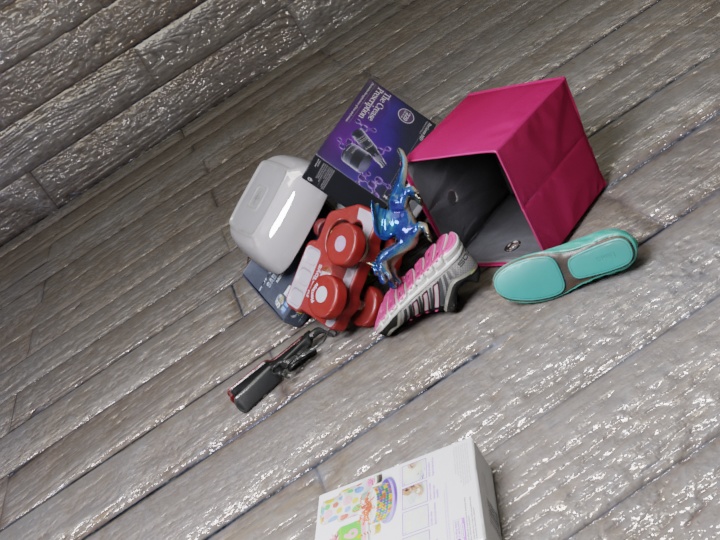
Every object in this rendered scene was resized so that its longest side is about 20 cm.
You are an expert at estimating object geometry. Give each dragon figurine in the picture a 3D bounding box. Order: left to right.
[{"bbox_3d":[0.045,-0.077,1.212,0.098,0.202,0.059,-14,-4,8],"label":"dragon figurine"}]

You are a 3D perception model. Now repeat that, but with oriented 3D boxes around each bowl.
[{"bbox_3d":[-0.148,-0.110,1.427,0.201,0.074,0.199,-60,31,-1],"label":"bowl"}]

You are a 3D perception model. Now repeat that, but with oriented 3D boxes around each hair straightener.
[{"bbox_3d":[-0.114,0.155,1.311,0.199,0.041,0.077,-34,26,-13],"label":"hair straightener"}]

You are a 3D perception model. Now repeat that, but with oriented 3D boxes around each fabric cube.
[{"bbox_3d":[0.220,-0.146,1.269,0.195,0.201,0.199,0,38,49],"label":"fabric cube"}]

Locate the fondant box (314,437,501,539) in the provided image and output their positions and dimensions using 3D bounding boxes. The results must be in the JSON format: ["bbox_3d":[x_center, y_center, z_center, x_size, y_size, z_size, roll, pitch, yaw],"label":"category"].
[{"bbox_3d":[0.047,0.278,0.886,0.198,0.059,0.145,-24,27,15],"label":"fondant box"}]

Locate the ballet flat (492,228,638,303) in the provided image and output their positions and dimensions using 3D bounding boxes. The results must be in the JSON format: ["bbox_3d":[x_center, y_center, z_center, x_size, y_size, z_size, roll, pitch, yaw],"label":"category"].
[{"bbox_3d":[0.279,-0.006,1.129,0.198,0.068,0.070,-19,4,25],"label":"ballet flat"}]

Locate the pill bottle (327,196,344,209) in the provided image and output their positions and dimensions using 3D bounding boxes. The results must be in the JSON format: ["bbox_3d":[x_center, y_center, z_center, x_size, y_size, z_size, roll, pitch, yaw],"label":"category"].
[{"bbox_3d":[0.003,-0.191,1.498,0.112,0.114,0.201,-19,25,25],"label":"pill bottle"}]

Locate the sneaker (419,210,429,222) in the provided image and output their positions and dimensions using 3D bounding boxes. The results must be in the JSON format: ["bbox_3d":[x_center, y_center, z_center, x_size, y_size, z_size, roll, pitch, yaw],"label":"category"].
[{"bbox_3d":[0.152,-0.118,1.439,0.067,0.090,0.201,-59,7,26],"label":"sneaker"}]

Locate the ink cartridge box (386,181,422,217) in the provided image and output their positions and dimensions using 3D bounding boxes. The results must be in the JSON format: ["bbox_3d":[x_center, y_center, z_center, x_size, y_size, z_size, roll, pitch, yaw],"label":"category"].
[{"bbox_3d":[0.083,-0.140,1.424,0.163,0.057,0.200,-55,7,-12],"label":"ink cartridge box"}]

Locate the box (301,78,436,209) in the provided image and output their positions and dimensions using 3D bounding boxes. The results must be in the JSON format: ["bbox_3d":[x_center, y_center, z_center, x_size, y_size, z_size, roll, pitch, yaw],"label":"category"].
[{"bbox_3d":[0.017,-0.196,1.365,0.201,0.140,0.079,-59,8,-33],"label":"box"}]

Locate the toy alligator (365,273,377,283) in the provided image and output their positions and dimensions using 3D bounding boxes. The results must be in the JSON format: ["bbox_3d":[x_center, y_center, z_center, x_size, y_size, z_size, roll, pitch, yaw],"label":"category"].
[{"bbox_3d":[0.000,0.000,1.416,0.198,0.060,0.054,-28,26,13],"label":"toy alligator"}]

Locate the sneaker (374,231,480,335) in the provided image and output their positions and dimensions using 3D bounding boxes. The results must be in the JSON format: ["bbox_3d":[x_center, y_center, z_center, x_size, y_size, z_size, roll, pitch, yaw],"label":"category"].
[{"bbox_3d":[0.101,0.038,1.230,0.200,0.087,0.074,-47,17,24],"label":"sneaker"}]

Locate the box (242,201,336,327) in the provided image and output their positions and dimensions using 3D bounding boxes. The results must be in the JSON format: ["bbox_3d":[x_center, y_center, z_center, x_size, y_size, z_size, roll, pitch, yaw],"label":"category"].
[{"bbox_3d":[-0.105,-0.027,1.450,0.201,0.051,0.158,-55,46,9],"label":"box"}]

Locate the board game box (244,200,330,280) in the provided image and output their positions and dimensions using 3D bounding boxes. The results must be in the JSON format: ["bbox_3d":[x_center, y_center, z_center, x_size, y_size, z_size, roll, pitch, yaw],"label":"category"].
[{"bbox_3d":[-0.133,-0.069,1.578,0.199,0.035,0.136,-35,32,24],"label":"board game box"}]

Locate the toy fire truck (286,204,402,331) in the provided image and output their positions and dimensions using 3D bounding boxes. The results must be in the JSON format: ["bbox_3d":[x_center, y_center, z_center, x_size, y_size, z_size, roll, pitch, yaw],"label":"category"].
[{"bbox_3d":[-0.037,-0.010,1.314,0.167,0.111,0.202,27,100,45],"label":"toy fire truck"}]

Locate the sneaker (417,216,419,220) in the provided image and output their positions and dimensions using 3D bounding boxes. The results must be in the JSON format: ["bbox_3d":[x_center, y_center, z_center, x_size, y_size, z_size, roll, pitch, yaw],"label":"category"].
[{"bbox_3d":[0.080,-0.117,1.510,0.099,0.075,0.201,-26,34,36],"label":"sneaker"}]

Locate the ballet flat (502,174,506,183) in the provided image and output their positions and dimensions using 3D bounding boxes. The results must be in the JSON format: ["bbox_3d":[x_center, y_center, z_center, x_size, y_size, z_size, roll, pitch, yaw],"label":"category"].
[{"bbox_3d":[0.200,-0.181,1.504,0.056,0.067,0.199,-30,25,-24],"label":"ballet flat"}]
